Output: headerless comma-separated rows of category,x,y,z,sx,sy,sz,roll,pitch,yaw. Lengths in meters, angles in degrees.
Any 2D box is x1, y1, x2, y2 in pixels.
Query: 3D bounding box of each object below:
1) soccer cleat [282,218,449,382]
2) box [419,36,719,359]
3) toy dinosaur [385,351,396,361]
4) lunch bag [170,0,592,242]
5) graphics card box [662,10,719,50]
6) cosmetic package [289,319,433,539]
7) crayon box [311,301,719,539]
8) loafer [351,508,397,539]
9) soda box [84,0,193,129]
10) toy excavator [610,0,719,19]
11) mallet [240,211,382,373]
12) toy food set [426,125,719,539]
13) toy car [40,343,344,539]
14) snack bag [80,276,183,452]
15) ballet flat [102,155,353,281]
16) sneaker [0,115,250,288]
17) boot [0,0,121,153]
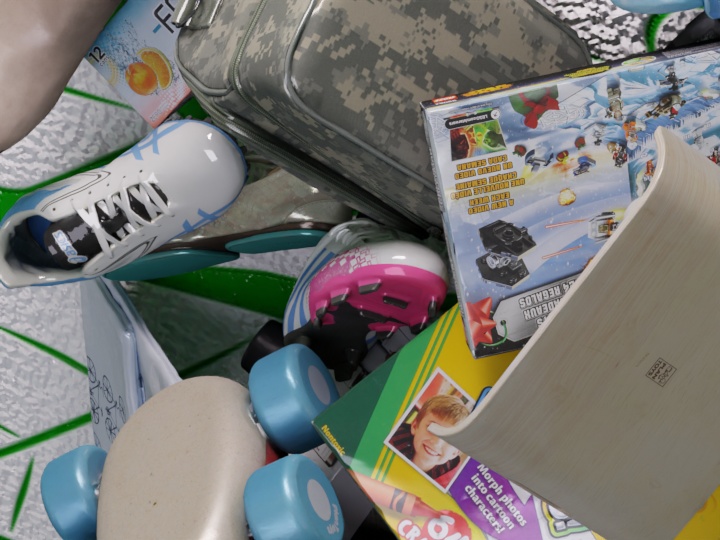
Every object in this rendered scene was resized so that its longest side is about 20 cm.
soccer cleat,0.000,0.000,1.570,0.069,0.087,0.200,15,160,-15
box,0.141,-0.042,1.440,0.199,0.040,0.138,-12,103,-3
toy dinosaur,0.098,0.098,1.630,0.200,0.061,0.106,38,177,-33
lunch bag,0.008,-0.106,1.524,0.199,0.140,0.167,30,167,-28
graphics card box,0.172,-0.039,1.527,0.200,0.051,0.126,-43,80,24
cosmetic package,-0.021,0.109,1.679,0.201,0.050,0.083,-56,43,13
crayon box,0.102,0.109,1.505,0.172,0.058,0.200,-39,83,10
loafer,0.004,0.184,1.764,0.075,0.068,0.201,4,118,26
soda box,-0.079,-0.175,1.612,0.068,0.064,0.200,46,127,-2
toy excavator,0.142,-0.188,1.456,0.199,0.195,0.101,-12,113,2
mallet,-0.020,-0.001,1.699,0.066,0.041,0.201,27,121,14
toy food set,0.148,0.041,1.417,0.143,0.060,0.200,33,102,-25
toy car,-0.064,0.180,1.598,0.184,0.177,0.200,-25,126,19
snack bag,-0.143,0.114,1.754,0.200,0.021,0.190,-130,34,-55
ballet flat,-0.085,-0.036,1.701,0.199,0.067,0.063,-10,77,34
sneaker,-0.147,-0.034,1.651,0.199,0.073,0.072,-23,112,37
boot,-0.159,-0.172,1.583,0.070,0.201,0.146,29,153,-25
